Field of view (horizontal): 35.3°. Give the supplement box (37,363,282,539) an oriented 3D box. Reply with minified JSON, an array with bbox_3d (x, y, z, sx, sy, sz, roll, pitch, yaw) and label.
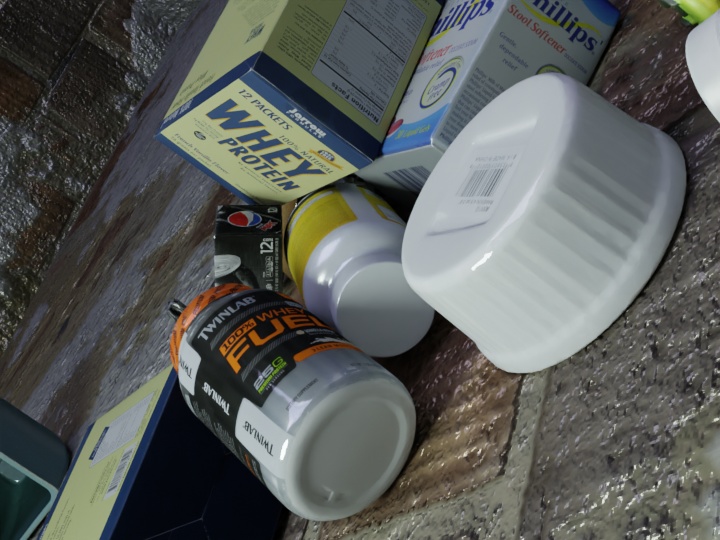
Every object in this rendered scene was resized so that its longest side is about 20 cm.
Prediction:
[{"bbox_3d":[-0.179,0.218,0.993,0.200,0.134,0.201,-35,28,44],"label":"supplement box"}]

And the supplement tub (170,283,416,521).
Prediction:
[{"bbox_3d":[-0.060,0.091,0.867,0.200,0.122,0.123,33,89,46],"label":"supplement tub"}]

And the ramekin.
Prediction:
[{"bbox_3d":[0.117,-0.040,0.783,0.200,0.098,0.201,-46,22,25],"label":"ramekin"}]

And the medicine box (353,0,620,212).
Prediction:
[{"bbox_3d":[0.101,-0.157,0.991,0.201,0.103,0.182,-62,21,-13],"label":"medicine box"}]

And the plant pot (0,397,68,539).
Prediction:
[{"bbox_3d":[-0.553,0.300,1.693,0.197,0.196,0.200,-51,10,15],"label":"plant pot"}]

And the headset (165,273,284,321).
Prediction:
[{"bbox_3d":[-0.149,0.014,1.304,0.124,0.094,0.200,-50,8,37],"label":"headset"}]

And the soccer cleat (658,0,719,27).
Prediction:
[{"bbox_3d":[0.246,-0.246,0.852,0.084,0.065,0.200,-44,23,25],"label":"soccer cleat"}]

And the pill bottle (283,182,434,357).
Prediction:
[{"bbox_3d":[0.000,0.000,0.970,0.112,0.112,0.200,-53,20,8],"label":"pill bottle"}]

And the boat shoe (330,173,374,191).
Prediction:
[{"bbox_3d":[-0.012,-0.075,1.163,0.202,0.074,0.086,-76,10,-57],"label":"boat shoe"}]

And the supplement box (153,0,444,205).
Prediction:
[{"bbox_3d":[-0.056,-0.188,1.040,0.200,0.134,0.200,-19,42,54],"label":"supplement box"}]

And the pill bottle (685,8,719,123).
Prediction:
[{"bbox_3d":[0.270,-0.145,0.573,0.200,0.111,0.111,-36,28,43],"label":"pill bottle"}]

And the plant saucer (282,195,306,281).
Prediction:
[{"bbox_3d":[-0.076,-0.088,1.236,0.200,0.035,0.201,6,-90,-89],"label":"plant saucer"}]

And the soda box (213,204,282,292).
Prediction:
[{"bbox_3d":[-0.105,0.041,1.070,0.071,0.063,0.201,-99,9,-63],"label":"soda box"}]
